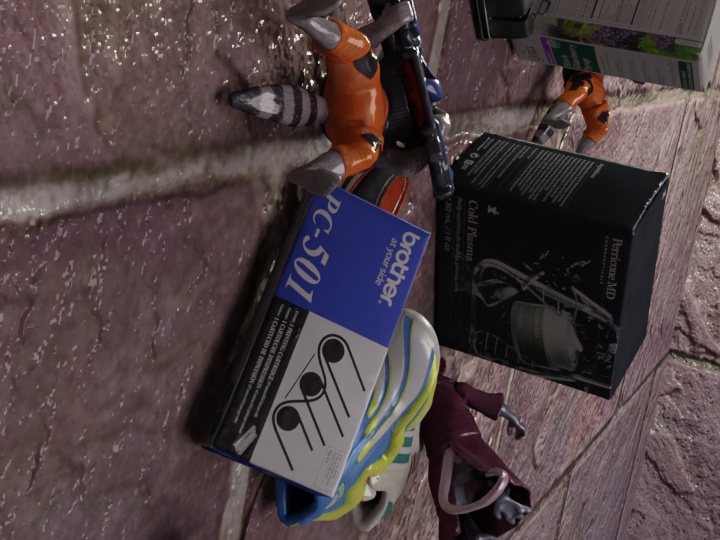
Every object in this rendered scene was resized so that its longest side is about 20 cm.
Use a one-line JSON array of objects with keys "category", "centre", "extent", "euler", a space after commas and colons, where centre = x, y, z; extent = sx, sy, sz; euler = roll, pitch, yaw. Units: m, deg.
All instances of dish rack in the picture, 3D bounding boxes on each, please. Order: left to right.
[{"category": "dish rack", "centre": [0.160, -0.329, 1.048], "extent": [0.154, 0.054, 0.201], "euler": [70, 39, -55]}]

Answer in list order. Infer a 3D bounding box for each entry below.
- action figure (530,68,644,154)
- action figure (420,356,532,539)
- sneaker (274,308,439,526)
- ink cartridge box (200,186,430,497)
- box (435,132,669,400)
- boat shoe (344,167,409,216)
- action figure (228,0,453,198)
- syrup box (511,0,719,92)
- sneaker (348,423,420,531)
[{"category": "action figure", "centre": [0.241, -0.235, 1.278], "extent": [0.199, 0.104, 0.195], "euler": [33, 65, -40]}, {"category": "action figure", "centre": [0.081, 0.166, 1.075], "extent": [0.149, 0.133, 0.201], "euler": [39, 25, -54]}, {"category": "sneaker", "centre": [-0.007, 0.126, 0.878], "extent": [0.105, 0.075, 0.201], "euler": [-21, 139, -61]}, {"category": "ink cartridge box", "centre": [-0.030, 0.047, 0.792], "extent": [0.202, 0.093, 0.044], "euler": [-69, -165, -15]}, {"category": "box", "centre": [0.186, -0.008, 1.121], "extent": [0.124, 0.195, 0.202], "euler": [-47, 144, -46]}, {"category": "boat shoe", "centre": [0.000, 0.000, 0.877], "extent": [0.201, 0.062, 0.071], "euler": [-64, 153, -26]}, {"category": "action figure", "centre": [-0.008, -0.139, 0.759], "extent": [0.193, 0.104, 0.202], "euler": [-13, 91, -71]}, {"category": "syrup box", "centre": [0.250, -0.244, 1.113], "extent": [0.082, 0.198, 0.079], "euler": [-69, 156, -13]}, {"category": "sneaker", "centre": [0.010, 0.148, 0.978], "extent": [0.201, 0.070, 0.094], "euler": [85, 25, -44]}]
